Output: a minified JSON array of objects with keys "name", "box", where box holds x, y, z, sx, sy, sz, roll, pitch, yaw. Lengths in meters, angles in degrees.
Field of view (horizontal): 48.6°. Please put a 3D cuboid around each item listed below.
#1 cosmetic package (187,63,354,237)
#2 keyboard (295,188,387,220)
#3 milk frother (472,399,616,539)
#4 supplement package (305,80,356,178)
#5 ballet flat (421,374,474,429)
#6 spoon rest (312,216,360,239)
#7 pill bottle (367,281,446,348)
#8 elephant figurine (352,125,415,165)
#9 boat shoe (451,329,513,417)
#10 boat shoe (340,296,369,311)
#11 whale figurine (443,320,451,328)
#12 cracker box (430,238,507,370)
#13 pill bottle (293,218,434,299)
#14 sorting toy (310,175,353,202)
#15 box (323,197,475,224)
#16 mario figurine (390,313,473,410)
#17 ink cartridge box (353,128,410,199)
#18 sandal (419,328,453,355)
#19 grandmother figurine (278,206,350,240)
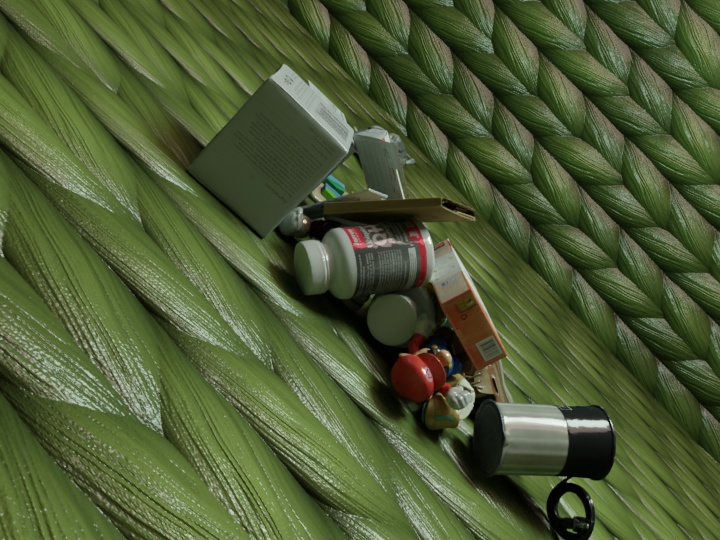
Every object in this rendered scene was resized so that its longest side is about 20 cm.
[{"name":"cosmetic package","box":[-0.138,-0.194,1.279,0.165,0.200,0.165,43,17,-13]},{"name":"keyboard","box":[-0.051,-0.108,1.344,0.056,0.200,0.011,23,62,-51]},{"name":"milk frother","box":[0.275,0.312,1.238,0.188,0.181,0.200,5,63,-13]},{"name":"supplement package","box":[-0.112,-0.259,1.580,0.111,0.156,0.200,41,17,-26]},{"name":"ballet flat","box":[0.150,0.209,1.262,0.200,0.063,0.069,-29,120,-68]},{"name":"spoon rest","box":[-0.039,-0.103,1.519,0.061,0.099,0.200,60,26,5]},{"name":"pill bottle","box":[0.079,0.069,1.346,0.113,0.113,0.200,48,16,9]},{"name":"elephant figurine","box":[0.029,-0.360,2.262,0.200,0.141,0.155,38,-20,34]},{"name":"boat shoe","box":[0.206,0.190,1.369,0.200,0.076,0.072,62,38,-14]},{"name":"boat shoe","box":[0.000,0.000,1.394,0.075,0.068,0.200,40,17,-20]},{"name":"whale figurine","box":[0.132,0.068,1.557,0.200,0.104,0.159,27,6,30]},{"name":"cracker box","box":[0.162,0.050,1.277,0.134,0.058,0.200,59,8,-24]},{"name":"pill bottle","box":[0.004,-0.016,1.231,0.200,0.111,0.111,-9,45,-22]},{"name":"sorting toy","box":[-0.032,-0.145,1.722,0.200,0.036,0.185,41,17,-18]},{"name":"box","box":[0.064,-0.094,1.276,0.163,0.200,0.021,6,84,-64]},{"name":"mario figurine","box":[0.123,0.134,1.194,0.123,0.106,0.200,18,15,19]},{"name":"ink cartridge box","box":[0.060,-0.168,1.442,0.200,0.057,0.163,25,-46,62]},{"name":"sandal","box":[0.139,0.141,1.406,0.201,0.057,0.080,0,87,-54]},{"name":"grandmother figurine","box":[-0.039,-0.060,1.336,0.200,0.061,0.121,13,-4,-1]}]
